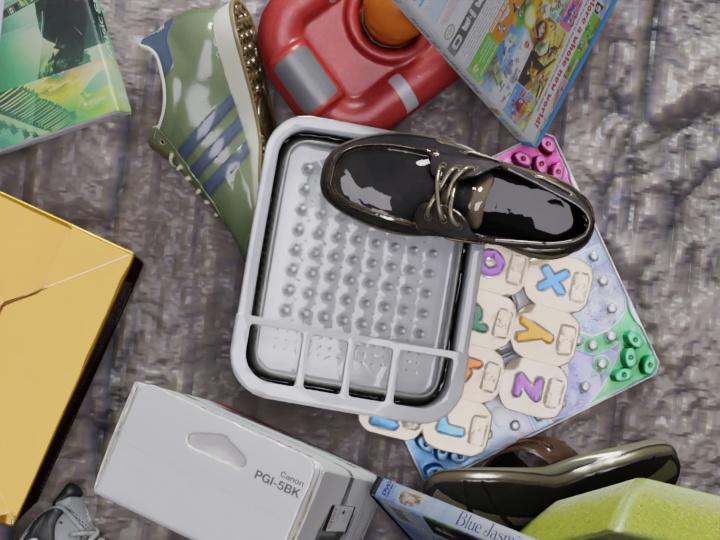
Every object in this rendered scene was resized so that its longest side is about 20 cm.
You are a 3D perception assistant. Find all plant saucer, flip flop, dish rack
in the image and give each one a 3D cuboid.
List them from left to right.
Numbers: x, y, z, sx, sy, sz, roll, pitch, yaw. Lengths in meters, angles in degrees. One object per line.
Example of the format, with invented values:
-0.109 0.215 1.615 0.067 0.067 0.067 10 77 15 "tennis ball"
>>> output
0.000 0.000 1.591 0.170 0.044 0.202 10 88 -9 "dish rack"
0.138 0.151 1.634 0.198 0.082 0.058 -11 47 -14 "flip flop"
0.224 0.191 1.559 0.198 0.200 0.048 15 73 -16 "plant saucer"

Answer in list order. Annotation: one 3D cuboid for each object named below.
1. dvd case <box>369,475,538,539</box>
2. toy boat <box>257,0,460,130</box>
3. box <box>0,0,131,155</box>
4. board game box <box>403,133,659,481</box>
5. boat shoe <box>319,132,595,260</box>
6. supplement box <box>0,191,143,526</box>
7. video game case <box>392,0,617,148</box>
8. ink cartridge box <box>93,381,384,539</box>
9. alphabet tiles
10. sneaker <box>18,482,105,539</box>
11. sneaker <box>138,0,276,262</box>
0.113 0.208 1.551 0.199 0.143 0.018 19 71 30 "dvd case"
0.026 -0.186 1.596 0.199 0.131 0.131 -37 92 -6 "toy boat"
-0.262 -0.189 1.613 0.143 0.036 0.202 -17 91 12 "box"
0.096 0.027 1.651 0.199 0.026 0.201 -25 90 -3 "board game box"
0.072 -0.056 1.546 0.198 0.073 0.075 9 87 -10 "boat shoe"
-0.251 0.054 1.543 0.132 0.200 0.199 24 88 -3 "supplement box"
0.106 -0.199 1.584 0.200 0.018 0.144 42 72 -44 "video game case"
-0.080 0.148 1.536 0.146 0.200 0.083 23 88 16 "ink cartridge box"
0.066 0.029 1.629 0.194 0.015 0.202 14 88 -3 "alphabet tiles"
-0.174 0.204 1.610 0.198 0.075 0.117 -15 88 -2 "sneaker"
-0.109 -0.092 1.628 0.089 0.067 0.202 -9 97 15 "sneaker"
